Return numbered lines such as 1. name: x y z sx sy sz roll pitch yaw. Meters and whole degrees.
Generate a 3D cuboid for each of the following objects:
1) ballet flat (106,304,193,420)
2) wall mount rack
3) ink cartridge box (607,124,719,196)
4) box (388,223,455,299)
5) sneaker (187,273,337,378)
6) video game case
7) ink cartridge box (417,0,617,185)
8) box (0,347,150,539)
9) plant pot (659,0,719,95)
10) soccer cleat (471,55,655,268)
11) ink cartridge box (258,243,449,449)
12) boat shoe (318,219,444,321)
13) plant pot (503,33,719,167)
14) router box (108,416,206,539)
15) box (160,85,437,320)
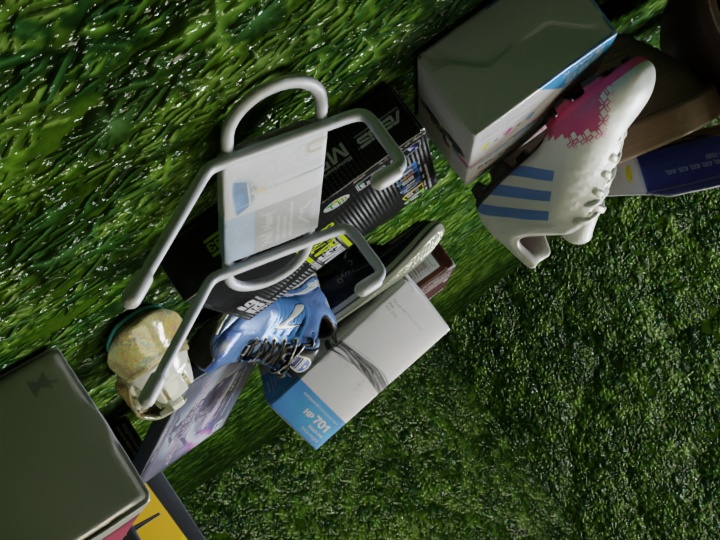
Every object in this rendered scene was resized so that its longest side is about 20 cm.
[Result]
1. ballet flat: -0.166 0.082 0.906 0.071 0.071 0.200 -33 172 -20
2. wall mount rack: -0.062 -0.011 0.631 0.173 0.075 0.200 -24 153 -19
3. ink cartridge box: 0.311 -0.103 0.960 0.197 0.047 0.200 -13 -176 -8
4. box: 0.056 0.009 1.421 0.100 0.075 0.200 -35 174 -4
5. sneaker: -0.081 0.058 1.042 0.079 0.089 0.200 -42 170 33
6. video game case: -0.172 0.144 1.200 0.143 0.019 0.200 -61 169 22
7. ink cartridge box: 0.104 -0.130 0.795 0.115 0.068 0.200 -35 173 -1
8. box: -0.242 0.162 0.814 0.109 0.128 0.200 -31 170 -26
9. plant pot: 0.361 -0.223 0.954 0.200 0.201 0.198 -35 179 -3
10. soccer cleat: 0.158 -0.072 0.796 0.070 0.086 0.200 -30 170 -35
11. ink cartridge box: -0.013 0.081 1.242 0.200 0.086 0.146 -41 -161 4
12. boat shoe: 0.000 0.000 1.137 0.200 0.062 0.075 -35 175 29
13. plant pot: 0.200 -0.142 0.957 0.200 0.093 0.201 -22 -175 2
14. router box: -0.246 0.263 1.141 0.051 0.200 0.149 -37 173 26
15. box: -0.036 -0.040 0.809 0.193 0.048 0.200 -38 171 1
